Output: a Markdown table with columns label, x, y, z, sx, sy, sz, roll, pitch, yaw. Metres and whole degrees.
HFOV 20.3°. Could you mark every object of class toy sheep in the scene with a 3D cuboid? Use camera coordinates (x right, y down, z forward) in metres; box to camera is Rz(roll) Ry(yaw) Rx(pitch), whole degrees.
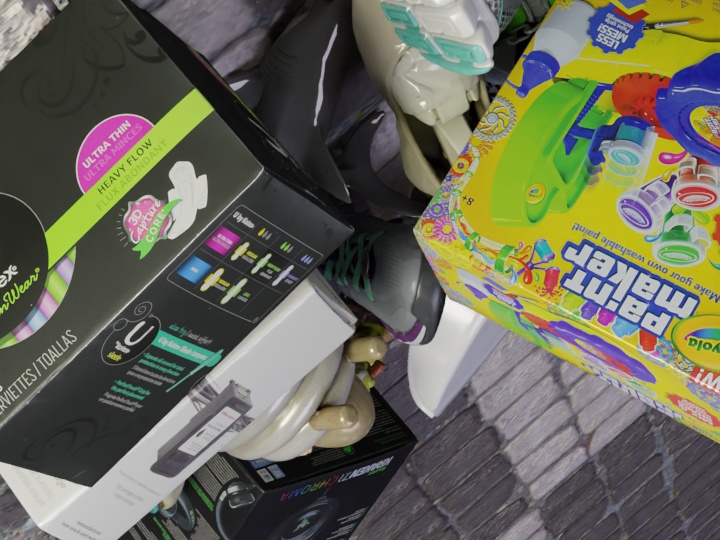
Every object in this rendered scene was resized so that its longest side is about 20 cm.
| label | x | y | z | sx | sy | sz | roll | pitch | yaw |
| --- | --- | --- | --- | --- | --- | --- | --- | --- | --- |
| toy sheep | -0.072 | 0.052 | 1.246 | 0.200 | 0.138 | 0.138 | 36 | 105 | -26 |

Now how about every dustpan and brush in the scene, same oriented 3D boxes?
| label | x | y | z | sx | sy | sz | roll | pitch | yaw |
| --- | --- | --- | --- | --- | --- | --- | --- | --- | --- |
| dustpan and brush | 0.073 | 0.001 | 1.309 | 0.140 | 0.057 | 0.200 | -49 | 166 | -19 |

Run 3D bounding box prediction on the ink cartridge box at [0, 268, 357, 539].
| label | x | y | z | sx | sy | sz | roll | pitch | yaw |
| --- | --- | --- | --- | --- | --- | --- | --- | --- | --- |
| ink cartridge box | -0.125 | 0.036 | 1.125 | 0.200 | 0.145 | 0.083 | -41 | 154 | 0 |

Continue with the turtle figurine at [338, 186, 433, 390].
| label | x | y | z | sx | sy | sz | roll | pitch | yaw |
| --- | --- | --- | --- | --- | --- | --- | --- | --- | --- |
| turtle figurine | 0.023 | 0.013 | 1.411 | 0.161 | 0.064 | 0.200 | -62 | 174 | 33 |

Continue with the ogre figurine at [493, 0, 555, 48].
| label | x | y | z | sx | sy | sz | roll | pitch | yaw |
| --- | --- | --- | --- | --- | --- | --- | --- | --- | --- |
| ogre figurine | 0.105 | -0.223 | 1.099 | 0.120 | 0.098 | 0.200 | -25 | 118 | -16 |

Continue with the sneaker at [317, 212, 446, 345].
| label | x | y | z | sx | sy | sz | roll | pitch | yaw |
| --- | --- | --- | --- | --- | --- | --- | --- | --- | --- |
| sneaker | 0.000 | 0.000 | 1.230 | 0.200 | 0.087 | 0.075 | -156 | -104 | -81 |

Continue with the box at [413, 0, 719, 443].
| label | x | y | z | sx | sy | sz | roll | pitch | yaw |
| --- | --- | --- | --- | --- | --- | --- | --- | --- | --- |
| box | 0.169 | -0.036 | 1.084 | 0.193 | 0.200 | 0.122 | -59 | 160 | -10 |

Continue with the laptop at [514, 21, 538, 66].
| label | x | y | z | sx | sy | sz | roll | pitch | yaw |
| --- | --- | --- | --- | --- | --- | --- | --- | --- | --- |
| laptop | 0.203 | -0.124 | 1.233 | 0.116 | 0.200 | 0.188 | 1 | 94 | -75 |

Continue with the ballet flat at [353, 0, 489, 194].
| label | x | y | z | sx | sy | sz | roll | pitch | yaw |
| --- | --- | --- | --- | --- | --- | --- | --- | --- | --- |
| ballet flat | 0.047 | -0.096 | 1.123 | 0.069 | 0.069 | 0.200 | -38 | 146 | -9 |

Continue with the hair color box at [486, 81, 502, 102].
| label | x | y | z | sx | sy | sz | roll | pitch | yaw |
| --- | --- | --- | --- | --- | --- | --- | --- | --- | --- |
| hair color box | 0.151 | -0.048 | 1.329 | 0.065 | 0.200 | 0.109 | -54 | 159 | -10 |

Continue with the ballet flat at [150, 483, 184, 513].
| label | x | y | z | sx | sy | sz | roll | pitch | yaw |
| --- | --- | --- | --- | --- | --- | --- | --- | --- | --- |
| ballet flat | -0.140 | 0.101 | 1.326 | 0.069 | 0.069 | 0.200 | -36 | 162 | -13 |

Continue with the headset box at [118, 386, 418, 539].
| label | x | y | z | sx | sy | sz | roll | pitch | yaw |
| --- | --- | --- | --- | --- | --- | --- | --- | --- | --- |
| headset box | -0.082 | 0.178 | 1.507 | 0.174 | 0.093 | 0.200 | -12 | 144 | -48 |

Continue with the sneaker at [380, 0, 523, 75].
| label | x | y | z | sx | sy | sz | roll | pitch | yaw |
| --- | --- | --- | --- | --- | --- | --- | --- | --- | --- |
| sneaker | 0.030 | -0.197 | 1.003 | 0.091 | 0.078 | 0.200 | -49 | 130 | -22 |

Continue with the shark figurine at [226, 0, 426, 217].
| label | x | y | z | sx | sy | sz | roll | pitch | yaw |
| --- | --- | --- | --- | --- | --- | --- | --- | --- | --- |
| shark figurine | -0.021 | -0.068 | 1.184 | 0.128 | 0.090 | 0.215 | -36 | 154 | -10 |

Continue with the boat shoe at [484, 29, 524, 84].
| label | x | y | z | sx | sy | sz | roll | pitch | yaw |
| --- | --- | --- | --- | --- | --- | --- | --- | --- | --- |
| boat shoe | 0.144 | -0.192 | 1.262 | 0.201 | 0.070 | 0.072 | -43 | 180 | -8 |

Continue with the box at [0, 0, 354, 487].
| label | x | y | z | sx | sy | sz | roll | pitch | yaw |
| --- | --- | --- | --- | --- | --- | --- | --- | --- | --- |
| box | -0.134 | -0.015 | 1.017 | 0.200 | 0.149 | 0.124 | -45 | 156 | 6 |
